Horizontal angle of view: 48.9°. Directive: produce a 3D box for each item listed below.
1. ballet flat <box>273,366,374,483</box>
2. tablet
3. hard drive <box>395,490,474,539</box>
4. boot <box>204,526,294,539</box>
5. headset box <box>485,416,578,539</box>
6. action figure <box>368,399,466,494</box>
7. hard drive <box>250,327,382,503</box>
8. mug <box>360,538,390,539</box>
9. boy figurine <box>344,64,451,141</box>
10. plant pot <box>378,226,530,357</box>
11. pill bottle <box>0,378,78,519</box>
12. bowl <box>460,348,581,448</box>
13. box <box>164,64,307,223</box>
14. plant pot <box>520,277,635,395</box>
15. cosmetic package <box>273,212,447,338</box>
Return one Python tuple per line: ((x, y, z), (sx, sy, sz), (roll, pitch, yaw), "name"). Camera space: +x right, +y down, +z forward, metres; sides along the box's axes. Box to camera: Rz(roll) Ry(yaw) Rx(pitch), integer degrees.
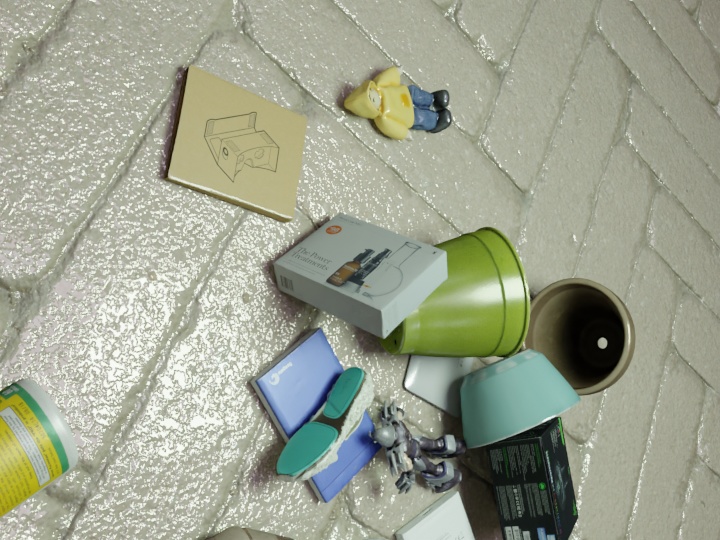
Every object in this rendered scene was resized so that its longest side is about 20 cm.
((-0.037, 0.221, 1.080), (0.072, 0.071, 0.201), (51, 56, -18), "ballet flat")
((0.142, 0.123, 1.303), (0.129, 0.014, 0.203), (31, 63, -29), "tablet")
((0.136, 0.466, 1.222), (0.131, 0.026, 0.204), (-23, 95, -39), "hard drive")
((-0.147, 0.424, 0.990), (0.144, 0.070, 0.205), (2, 79, -31), "boot")
((0.282, 0.341, 1.277), (0.199, 0.091, 0.178), (2, 77, -67), "headset box")
((0.078, 0.270, 1.177), (0.199, 0.069, 0.132), (31, 47, -40), "action figure")
((-0.057, 0.203, 1.123), (0.131, 0.025, 0.203), (-37, 104, -36), "hard drive")
((0.031, 0.438, 1.037), (0.173, 0.198, 0.151), (3, 94, -44), "mug")
((0.059, -0.275, 1.286), (0.197, 0.064, 0.127), (2, 82, -41), "boy figurine")
((0.121, 0.046, 1.198), (0.189, 0.200, 0.205), (-8, 85, -21), "plant pot")
((-0.399, 0.208, 0.800), (0.199, 0.112, 0.114), (-35, 102, -36), "pill bottle")
((0.236, 0.194, 1.257), (0.198, 0.200, 0.107), (-17, 79, -38), "bowl")
((-0.169, -0.173, 1.113), (0.197, 0.021, 0.167), (19, 70, -35), "box")
((0.409, 0.122, 1.418), (0.173, 0.197, 0.205), (12, 73, -53), "plant pot")
((0.000, 0.000, 1.103), (0.150, 0.198, 0.053), (-38, 136, -37), "cosmetic package")
